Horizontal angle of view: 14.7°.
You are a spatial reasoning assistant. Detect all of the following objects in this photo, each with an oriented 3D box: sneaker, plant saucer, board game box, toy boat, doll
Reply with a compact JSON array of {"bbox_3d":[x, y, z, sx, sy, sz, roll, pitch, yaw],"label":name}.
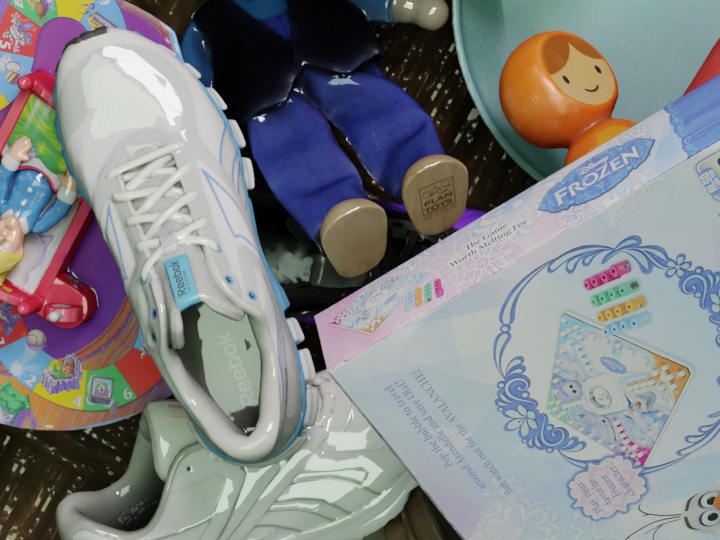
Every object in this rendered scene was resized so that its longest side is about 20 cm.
[{"bbox_3d":[-0.048,0.083,1.236,0.200,0.078,0.099,-38,123,3],"label":"sneaker"},{"bbox_3d":[0.139,-0.123,1.277,0.199,0.036,0.201,-1,98,-6],"label":"plant saucer"},{"bbox_3d":[-0.141,-0.025,1.221,0.158,0.039,0.200,-15,96,13],"label":"board game box"},{"bbox_3d":[0.109,-0.048,1.198,0.200,0.130,0.131,-38,77,14],"label":"toy boat"},{"bbox_3d":[0.000,0.001,1.265,0.200,0.100,0.070,9,93,3],"label":"sneaker"},{"bbox_3d":[-0.021,-0.089,1.246,0.136,0.049,0.200,-28,52,-7],"label":"doll"},{"bbox_3d":[-0.071,-0.010,1.160,0.075,0.087,0.200,-25,92,3],"label":"sneaker"},{"bbox_3d":[0.117,0.044,1.136,0.199,0.043,0.200,-31,125,9],"label":"board game box"}]

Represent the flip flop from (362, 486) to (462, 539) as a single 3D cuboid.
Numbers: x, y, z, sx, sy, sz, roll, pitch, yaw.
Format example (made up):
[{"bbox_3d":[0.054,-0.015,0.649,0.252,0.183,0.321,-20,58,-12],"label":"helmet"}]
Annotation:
[{"bbox_3d":[0.042,0.124,1.241,0.081,0.058,0.200,36,55,13],"label":"flip flop"}]
